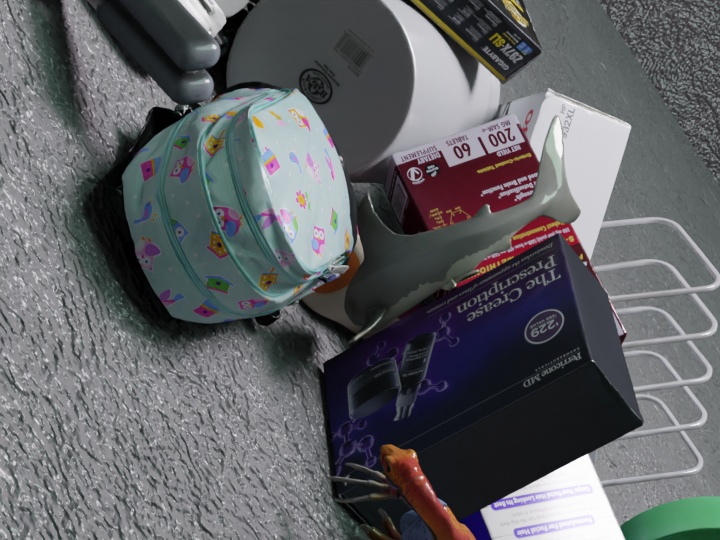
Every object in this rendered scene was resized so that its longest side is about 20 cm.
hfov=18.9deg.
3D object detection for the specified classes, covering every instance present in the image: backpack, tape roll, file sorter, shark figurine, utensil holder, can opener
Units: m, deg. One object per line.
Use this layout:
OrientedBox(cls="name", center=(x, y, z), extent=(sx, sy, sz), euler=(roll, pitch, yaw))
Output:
OrientedBox(cls="backpack", center=(-0.078, -0.044, 1.391), extent=(0.167, 0.127, 0.200), euler=(62, 20, -3))
OrientedBox(cls="tape roll", center=(0.275, 0.276, 1.719), extent=(0.200, 0.200, 0.048), euler=(53, 17, -20))
OrientedBox(cls="file sorter", center=(0.228, 0.068, 1.861), extent=(0.139, 0.124, 0.200), euler=(-118, -155, -57))
OrientedBox(cls="shark figurine", center=(0.045, -0.024, 1.477), extent=(0.090, 0.214, 0.128), euler=(59, 29, 2))
OrientedBox(cls="utensil holder", center=(0.002, -0.149, 1.726), extent=(0.170, 0.170, 0.200), euler=(62, 20, 7))
OrientedBox(cls="can opener", center=(-0.164, -0.177, 1.433), extent=(0.066, 0.053, 0.200), euler=(-18, 48, -35))

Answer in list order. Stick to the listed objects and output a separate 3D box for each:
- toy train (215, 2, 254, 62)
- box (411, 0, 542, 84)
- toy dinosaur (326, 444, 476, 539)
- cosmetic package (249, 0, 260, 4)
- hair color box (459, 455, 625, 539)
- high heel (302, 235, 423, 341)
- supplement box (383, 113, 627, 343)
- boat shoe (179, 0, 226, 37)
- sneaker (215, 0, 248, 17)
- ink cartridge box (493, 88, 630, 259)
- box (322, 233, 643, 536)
OrientedBox(cls="toy train", center=(-0.093, -0.189, 1.741), extent=(0.046, 0.034, 0.200), euler=(63, 18, 0))
OrientedBox(cls="box", center=(0.053, -0.260, 1.706), extent=(0.200, 0.049, 0.160), euler=(37, 27, -37))
OrientedBox(cls="toy dinosaur", center=(0.047, 0.160, 1.356), extent=(0.181, 0.200, 0.105), euler=(128, -47, -61))
OrientedBox(cls="cosmetic package", center=(-0.091, -0.303, 1.670), extent=(0.087, 0.103, 0.200), euler=(31, -14, 16))
OrientedBox(cls="hair color box", center=(0.121, 0.174, 1.609), extent=(0.109, 0.065, 0.200), euler=(-6, 58, -26))
OrientedBox(cls="high heel", center=(0.000, 0.000, 1.624), extent=(0.200, 0.067, 0.096), euler=(52, 22, -30))
OrientedBox(cls="supplement box", center=(0.106, -0.009, 1.630), extent=(0.061, 0.109, 0.200), euler=(104, -37, -65))
OrientedBox(cls="boat shoe", center=(-0.157, -0.246, 1.529), extent=(0.202, 0.086, 0.075), euler=(56, -19, -15))
OrientedBox(cls="sneaker", center=(-0.160, -0.271, 1.621), extent=(0.200, 0.075, 0.088), euler=(42, 5, -27))
OrientedBox(cls="ink cartridge box", center=(0.131, -0.059, 1.801), extent=(0.084, 0.145, 0.200), euler=(20, -8, -16))
OrientedBox(cls="box", center=(0.080, 0.084, 1.490), extent=(0.079, 0.200, 0.141), euler=(48, 20, -36))
